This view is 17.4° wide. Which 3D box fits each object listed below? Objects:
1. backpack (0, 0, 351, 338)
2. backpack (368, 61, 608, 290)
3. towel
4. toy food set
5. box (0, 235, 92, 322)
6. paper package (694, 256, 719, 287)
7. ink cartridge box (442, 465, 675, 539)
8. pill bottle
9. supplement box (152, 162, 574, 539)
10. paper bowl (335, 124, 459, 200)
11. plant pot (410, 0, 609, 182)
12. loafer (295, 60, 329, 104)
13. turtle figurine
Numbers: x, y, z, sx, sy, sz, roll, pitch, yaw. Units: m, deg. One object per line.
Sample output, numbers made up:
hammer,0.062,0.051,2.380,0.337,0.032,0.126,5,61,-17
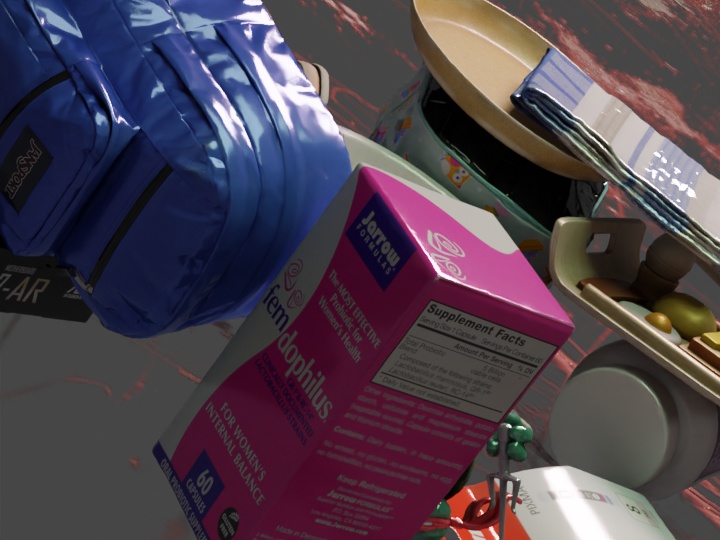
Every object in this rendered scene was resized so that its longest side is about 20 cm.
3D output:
backpack,-0.118,-0.062,1.228,0.168,0.163,0.200,-17,63,-42
backpack,0.077,-0.050,1.673,0.176,0.153,0.200,41,15,-9
towel,0.195,-0.077,1.619,0.200,0.024,0.147,39,22,0
toy food set,0.231,0.028,1.561,0.200,0.060,0.143,37,17,24
box,-0.243,-0.058,1.292,0.160,0.044,0.200,11,32,-54
paper package,0.428,0.005,2.252,0.200,0.104,0.191,47,20,30
ink cartridge box,0.129,0.175,1.401,0.200,0.057,0.163,27,21,-39
pill bottle,0.201,0.098,1.610,0.112,0.112,0.200,43,19,17
supplement box,-0.001,0.061,1.196,0.103,0.200,0.101,21,24,-39
paper bowl,0.000,0.000,1.495,0.201,0.104,0.201,33,20,-13
plant pot,0.110,-0.126,1.644,0.200,0.027,0.200,32,23,-15
loafer,-0.061,-0.109,1.708,0.063,0.072,0.200,24,25,-16
turtle figurine,0.023,0.082,1.335,0.101,0.149,0.200,49,32,-74
